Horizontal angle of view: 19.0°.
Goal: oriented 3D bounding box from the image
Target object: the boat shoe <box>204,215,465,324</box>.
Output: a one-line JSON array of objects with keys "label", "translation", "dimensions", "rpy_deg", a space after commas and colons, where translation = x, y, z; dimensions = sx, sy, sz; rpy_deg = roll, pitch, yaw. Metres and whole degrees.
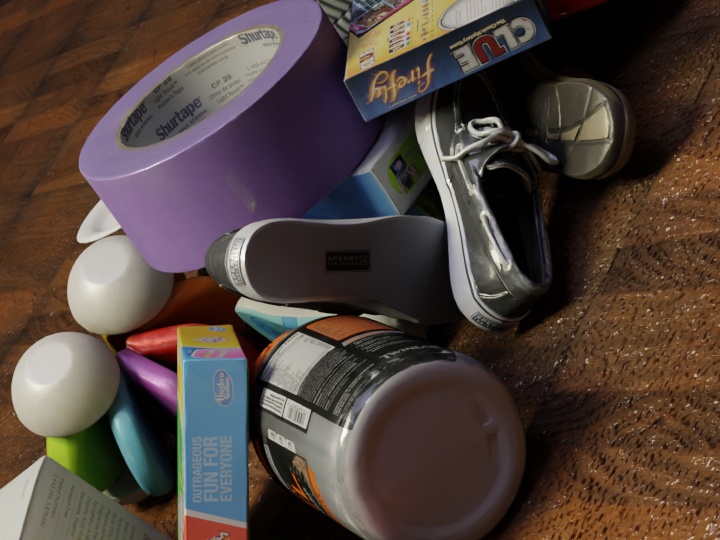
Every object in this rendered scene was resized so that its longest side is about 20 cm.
[{"label": "boat shoe", "translation": [-0.010, 0.000, 1.380], "dimensions": [0.066, 0.199, 0.070], "rpy_deg": [1, 91, 54]}]

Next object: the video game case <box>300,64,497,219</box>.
[{"label": "video game case", "translation": [-0.014, -0.089, 1.533], "dimensions": [0.200, 0.046, 0.181], "rpy_deg": [-12, 29, 41]}]

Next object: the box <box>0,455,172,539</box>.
[{"label": "box", "translation": [-0.252, 0.276, 1.523], "dimensions": [0.199, 0.131, 0.200], "rpy_deg": [-37, 28, 32]}]

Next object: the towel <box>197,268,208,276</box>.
[{"label": "towel", "translation": [-0.039, -0.090, 1.671], "dimensions": [0.199, 0.035, 0.193], "rpy_deg": [-12, 55, 35]}]

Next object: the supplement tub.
[{"label": "supplement tub", "translation": [0.007, 0.094, 1.305], "dimensions": [0.123, 0.122, 0.200], "rpy_deg": [-55, 22, -7]}]

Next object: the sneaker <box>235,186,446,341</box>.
[{"label": "sneaker", "translation": [0.000, 0.000, 1.518], "dimensions": [0.200, 0.079, 0.131], "rpy_deg": [5, 62, 53]}]

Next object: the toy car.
[{"label": "toy car", "translation": [-0.154, 0.086, 1.622], "dimensions": [0.149, 0.175, 0.200], "rpy_deg": [14, 62, 26]}]

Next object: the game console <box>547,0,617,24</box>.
[{"label": "game console", "translation": [0.134, -0.218, 1.540], "dimensions": [0.176, 0.031, 0.200], "rpy_deg": [-23, 23, 16]}]

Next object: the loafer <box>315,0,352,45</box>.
[{"label": "loafer", "translation": [0.017, -0.217, 1.642], "dimensions": [0.200, 0.075, 0.070], "rpy_deg": [-52, -13, -33]}]

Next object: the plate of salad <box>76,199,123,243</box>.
[{"label": "plate of salad", "translation": [-0.148, -0.094, 1.673], "dimensions": [0.200, 0.048, 0.200], "rpy_deg": [-35, 16, 11]}]

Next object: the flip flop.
[{"label": "flip flop", "translation": [0.138, -0.104, 1.426], "dimensions": [0.200, 0.057, 0.081], "rpy_deg": [-152, 62, -65]}]

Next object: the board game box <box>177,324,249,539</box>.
[{"label": "board game box", "translation": [-0.098, 0.121, 1.404], "dimensions": [0.200, 0.040, 0.154], "rpy_deg": [-148, 58, -83]}]

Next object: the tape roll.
[{"label": "tape roll", "translation": [-0.088, -0.094, 1.475], "dimensions": [0.200, 0.085, 0.200], "rpy_deg": [-28, 25, 15]}]

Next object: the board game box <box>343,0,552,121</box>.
[{"label": "board game box", "translation": [0.058, -0.178, 1.461], "dimensions": [0.135, 0.035, 0.200], "rpy_deg": [-23, 23, 13]}]

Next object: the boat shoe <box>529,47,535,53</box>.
[{"label": "boat shoe", "translation": [0.080, -0.204, 1.676], "dimensions": [0.075, 0.062, 0.200], "rpy_deg": [-46, 26, -8]}]

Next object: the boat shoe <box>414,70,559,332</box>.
[{"label": "boat shoe", "translation": [0.085, -0.062, 1.384], "dimensions": [0.068, 0.073, 0.200], "rpy_deg": [-44, 40, 46]}]
